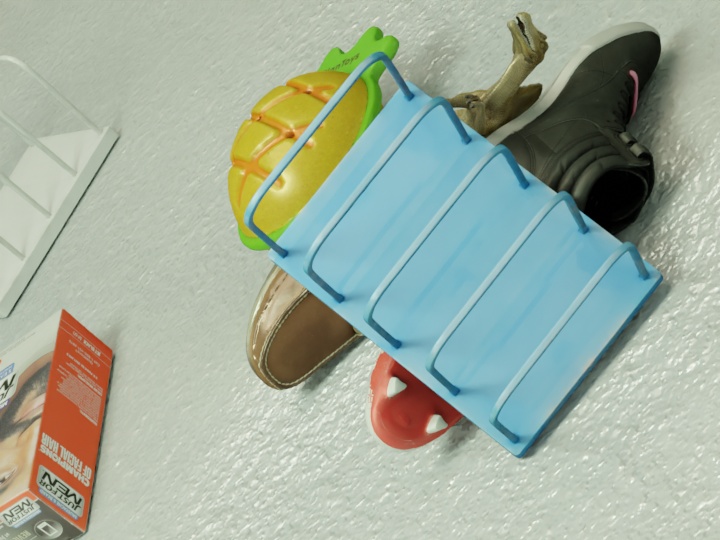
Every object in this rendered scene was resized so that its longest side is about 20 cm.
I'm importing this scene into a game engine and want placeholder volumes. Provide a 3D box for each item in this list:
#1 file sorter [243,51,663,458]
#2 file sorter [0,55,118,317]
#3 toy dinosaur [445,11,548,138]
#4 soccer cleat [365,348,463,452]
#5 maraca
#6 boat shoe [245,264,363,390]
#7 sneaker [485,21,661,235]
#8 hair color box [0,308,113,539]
[{"bbox_3d":[0.051,-0.013,1.436,0.139,0.200,0.123,-51,-16,-2],"label":"file sorter"},{"bbox_3d":[-0.340,-0.072,2.187,0.139,0.124,0.200,-4,51,54],"label":"file sorter"},{"bbox_3d":[0.072,-0.087,1.582,0.101,0.058,0.200,-29,-14,-23],"label":"toy dinosaur"},{"bbox_3d":[0.048,0.037,1.561,0.085,0.069,0.200,-26,31,52],"label":"soccer cleat"},{"bbox_3d":[-0.031,-0.096,1.789,0.137,0.107,0.200,-21,38,43],"label":"maraca"},{"bbox_3d":[0.000,0.000,1.664,0.200,0.076,0.072,-51,30,-2],"label":"boat shoe"},{"bbox_3d":[0.157,-0.082,1.559,0.099,0.071,0.200,24,50,30],"label":"sneaker"},{"bbox_3d":[-0.255,0.135,1.869,0.111,0.064,0.200,-33,33,25],"label":"hair color box"}]
